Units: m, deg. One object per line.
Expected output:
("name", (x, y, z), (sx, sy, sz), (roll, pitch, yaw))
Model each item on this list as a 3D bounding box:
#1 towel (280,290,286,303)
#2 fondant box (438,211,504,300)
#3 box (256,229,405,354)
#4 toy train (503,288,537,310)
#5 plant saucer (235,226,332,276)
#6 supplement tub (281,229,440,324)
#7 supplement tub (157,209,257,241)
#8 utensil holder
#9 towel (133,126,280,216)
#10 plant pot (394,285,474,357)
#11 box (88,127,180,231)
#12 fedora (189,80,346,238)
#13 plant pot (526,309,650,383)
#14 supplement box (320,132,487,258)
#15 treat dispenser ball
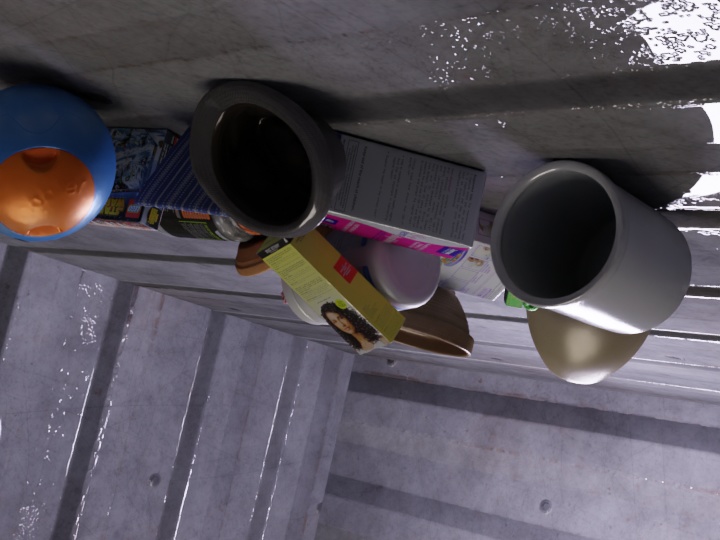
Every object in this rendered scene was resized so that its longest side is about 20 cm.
("towel", (-0.035, 0.013, 1.856), (0.144, 0.023, 0.200), (0, 159, -24))
("fondant box", (0.136, -0.032, 1.629), (0.199, 0.058, 0.144), (14, 148, -15))
("box", (-0.037, 0.020, 1.449), (0.200, 0.050, 0.075), (45, 143, -14))
("toy train", (0.235, -0.014, 1.556), (0.056, 0.042, 0.200), (11, 141, 7))
("plant saucer", (-0.101, -0.063, 1.618), (0.038, 0.200, 0.200), (57, 154, -17))
("supplement tub", (0.000, 0.000, 1.549), (0.132, 0.132, 0.200), (20, 158, -40))
("supplement tub", (-0.208, -0.104, 1.607), (0.200, 0.123, 0.122), (6, 169, 39))
("utensil holder", (0.278, -0.021, 1.319), (0.170, 0.171, 0.200), (4, 171, 42))
("towel", (-0.173, -0.122, 1.411), (0.199, 0.145, 0.024), (8, 142, 32))
("plant pot", (0.085, 0.062, 1.725), (0.200, 0.093, 0.201), (15, 170, 3))
("box", (-0.351, -0.132, 1.586), (0.200, 0.137, 0.040), (7, 167, 34))
("fedora", (-0.093, -0.132, 1.288), (0.200, 0.177, 0.090), (26, -149, 28))
("plant pot", (0.344, 0.095, 1.729), (0.200, 0.135, 0.200), (7, -155, -3))
("supplement box", (0.044, -0.092, 1.405), (0.199, 0.104, 0.101), (13, 170, -9))
("treat dispenser ball", (-0.416, -0.138, 1.437), (0.200, 0.202, 0.201), (12, 171, 2))
